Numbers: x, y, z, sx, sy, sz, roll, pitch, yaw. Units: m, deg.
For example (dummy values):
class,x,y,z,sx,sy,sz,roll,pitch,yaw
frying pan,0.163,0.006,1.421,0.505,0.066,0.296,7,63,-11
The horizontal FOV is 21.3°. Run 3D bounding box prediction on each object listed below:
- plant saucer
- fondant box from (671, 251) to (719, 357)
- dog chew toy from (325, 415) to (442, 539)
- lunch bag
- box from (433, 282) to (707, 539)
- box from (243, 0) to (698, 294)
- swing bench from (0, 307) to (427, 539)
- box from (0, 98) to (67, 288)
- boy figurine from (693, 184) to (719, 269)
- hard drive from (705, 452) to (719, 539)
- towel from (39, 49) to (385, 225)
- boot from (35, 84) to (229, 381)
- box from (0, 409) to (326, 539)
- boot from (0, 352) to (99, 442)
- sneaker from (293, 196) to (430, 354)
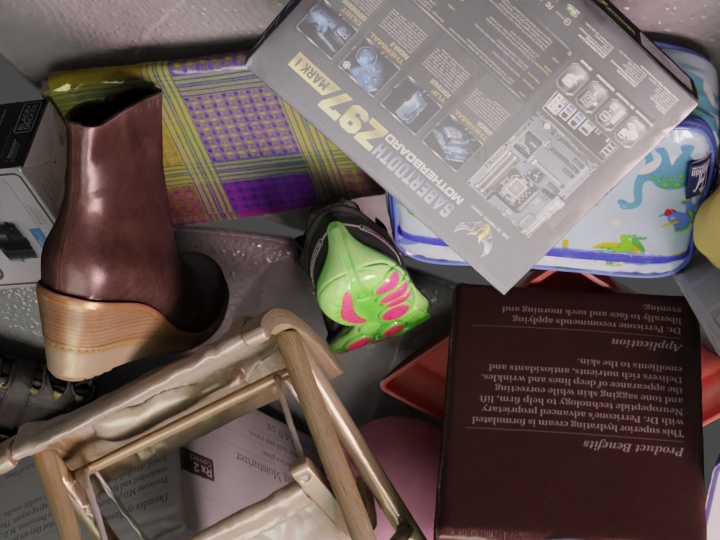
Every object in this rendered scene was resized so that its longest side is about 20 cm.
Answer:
class,x,y,z,sx,sy,sz,roll,pitch,yaw
plant saucer,0.150,0.069,1.358,0.200,0.037,0.200,30,136,-26
fondant box,0.273,0.013,1.111,0.144,0.200,0.058,-30,106,7
dog chew toy,0.074,0.183,1.412,0.200,0.125,0.125,17,140,-13
lunch bag,0.115,-0.066,1.162,0.200,0.083,0.161,6,144,2
box,0.134,0.136,1.256,0.166,0.200,0.164,4,141,4
box,0.061,-0.108,1.052,0.200,0.051,0.158,41,109,-9
swing bench,-0.092,0.147,1.216,0.199,0.130,0.200,-26,92,14
box,-0.269,-0.043,1.237,0.200,0.060,0.117,-3,141,22
boy figurine,0.271,-0.074,1.083,0.200,0.064,0.124,-39,141,10
hard drive,0.265,0.088,1.238,0.025,0.200,0.132,19,144,17
towel,-0.092,-0.086,1.209,0.200,0.023,0.144,-7,139,14
boot,-0.129,-0.032,1.186,0.072,0.200,0.167,15,109,19
box,-0.145,0.190,1.434,0.200,0.131,0.199,-24,145,27
boot,-0.276,0.068,1.401,0.174,0.069,0.200,11,145,-15
sneaker,0.000,0.000,1.252,0.077,0.084,0.200,-18,166,-4
